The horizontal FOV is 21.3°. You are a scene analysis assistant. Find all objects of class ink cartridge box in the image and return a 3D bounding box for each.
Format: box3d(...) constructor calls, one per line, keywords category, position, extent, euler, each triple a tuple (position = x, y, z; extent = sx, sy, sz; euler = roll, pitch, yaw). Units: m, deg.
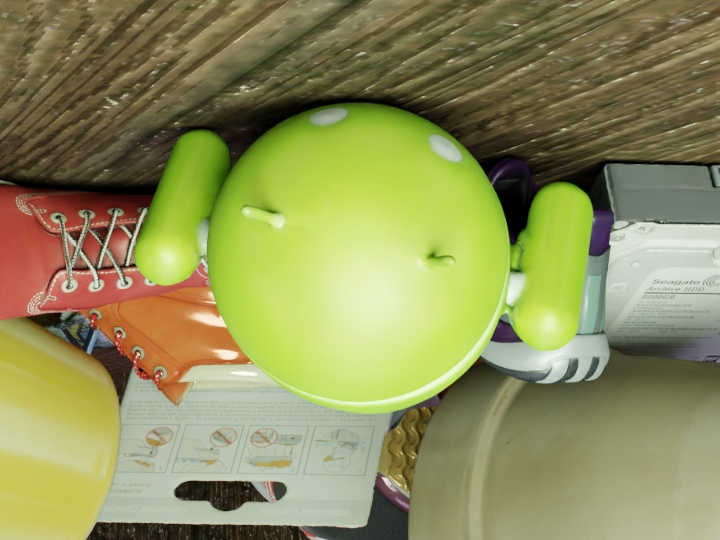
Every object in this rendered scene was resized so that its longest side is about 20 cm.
box3d(category="ink cartridge box", position=(-0.056, 0.081, 1.092), extent=(0.162, 0.200, 0.057), euler=(-1, 136, 12))

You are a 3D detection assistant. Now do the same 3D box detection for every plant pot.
box3d(category="plant pot", position=(0.150, 0.118, 0.874), extent=(0.200, 0.200, 0.173), euler=(5, 163, -44))
box3d(category="plant pot", position=(-0.237, 0.081, 0.990), extent=(0.189, 0.201, 0.201), euler=(23, 161, -39))

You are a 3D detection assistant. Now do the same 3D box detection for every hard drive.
box3d(category="hard drive", position=(0.158, 0.014, 0.964), extent=(0.140, 0.038, 0.200), euler=(1, 151, -14))

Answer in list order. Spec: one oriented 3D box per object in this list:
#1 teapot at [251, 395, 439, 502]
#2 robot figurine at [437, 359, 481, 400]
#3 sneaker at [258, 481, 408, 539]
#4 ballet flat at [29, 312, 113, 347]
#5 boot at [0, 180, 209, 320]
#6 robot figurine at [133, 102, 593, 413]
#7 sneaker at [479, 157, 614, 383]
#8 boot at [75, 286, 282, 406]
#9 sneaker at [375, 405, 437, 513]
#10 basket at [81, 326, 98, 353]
box3d(category="teapot", position=(0.011, 0.083, 1.312), extent=(0.146, 0.200, 0.197), euler=(-11, 125, 47))
box3d(category="robot figurine", position=(0.123, 0.046, 1.203), extent=(0.144, 0.117, 0.200), euler=(6, 166, 0))
box3d(category="sneaker", position=(-0.008, 0.145, 1.188), extent=(0.108, 0.067, 0.201), euler=(46, 177, 47))
box3d(category="ballet flat", position=(-0.223, 0.014, 1.265), extent=(0.200, 0.074, 0.074), euler=(-6, 172, 33))
box3d(category="boot", position=(-0.119, -0.013, 0.906), extent=(0.144, 0.072, 0.200), euler=(-4, -178, 28))
box3d(category="robot figurine", position=(0.001, -0.002, 0.768), extent=(0.175, 0.116, 0.200), euler=(11, 175, 4))
box3d(category="sneaker", position=(0.050, -0.021, 0.902), extent=(0.074, 0.088, 0.200), euler=(-4, -158, -39))
box3d(category="boot", position=(-0.128, 0.021, 1.059), extent=(0.200, 0.107, 0.075), euler=(1, 176, 6))
box3d(category="sneaker", position=(0.067, 0.130, 1.170), extent=(0.200, 0.075, 0.090), euler=(15, 157, -37))
box3d(category="basket", position=(-0.267, 0.060, 1.164), extent=(0.200, 0.176, 0.139), euler=(16, -176, -15))
